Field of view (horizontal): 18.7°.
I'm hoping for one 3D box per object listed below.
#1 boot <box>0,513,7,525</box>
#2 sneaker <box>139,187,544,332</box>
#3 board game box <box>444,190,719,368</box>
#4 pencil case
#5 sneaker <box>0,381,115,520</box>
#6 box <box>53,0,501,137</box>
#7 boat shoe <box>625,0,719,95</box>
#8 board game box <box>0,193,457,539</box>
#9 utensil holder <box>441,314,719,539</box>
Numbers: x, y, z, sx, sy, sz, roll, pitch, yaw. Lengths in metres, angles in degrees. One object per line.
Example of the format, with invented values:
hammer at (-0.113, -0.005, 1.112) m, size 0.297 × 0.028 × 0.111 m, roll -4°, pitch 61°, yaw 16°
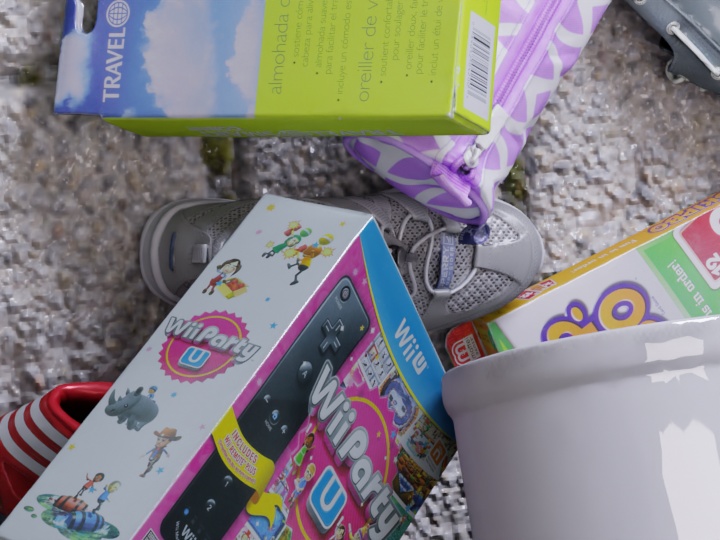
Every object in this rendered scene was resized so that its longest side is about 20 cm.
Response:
boot at (-0.186, 0.200, 0.980) m, size 0.165 × 0.066 × 0.200 m, roll 11°, pitch 98°, yaw -20°
sneaker at (0.000, 0.000, 1.038) m, size 0.200 × 0.082 × 0.075 m, roll -4°, pitch 96°, yaw -20°
board game box at (0.145, 0.033, 1.128) m, size 0.200 × 0.030 × 0.096 m, roll -26°, pitch 103°, yaw -14°
pencil case at (0.068, -0.117, 1.009) m, size 0.084 × 0.085 × 0.200 m, roll 31°, pitch 80°, yaw -17°
sneaker at (-0.086, 0.129, 0.991) m, size 0.200 × 0.115 × 0.078 m, roll 39°, pitch 39°, yaw -20°
box at (-0.036, -0.121, 0.976) m, size 0.048 × 0.200 × 0.122 m, roll 21°, pitch 73°, yaw -63°
boat shoe at (0.177, -0.127, 1.118) m, size 0.062 × 0.073 × 0.200 m, roll -29°, pitch 117°, yaw 27°
board game box at (-0.046, 0.090, 0.937) m, size 0.200 × 0.064 × 0.148 m, roll -55°, pitch 138°, yaw -29°
utensil holder at (0.131, 0.130, 0.944) m, size 0.170 × 0.170 × 0.200 m, roll -4°, pitch 81°, yaw -20°
